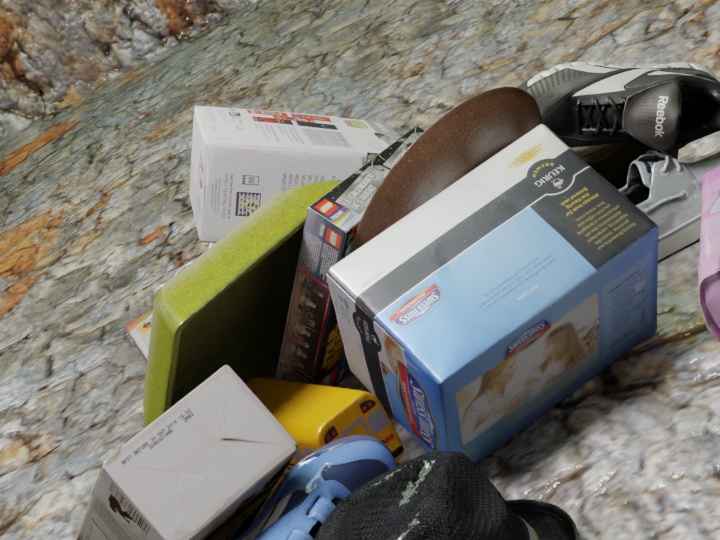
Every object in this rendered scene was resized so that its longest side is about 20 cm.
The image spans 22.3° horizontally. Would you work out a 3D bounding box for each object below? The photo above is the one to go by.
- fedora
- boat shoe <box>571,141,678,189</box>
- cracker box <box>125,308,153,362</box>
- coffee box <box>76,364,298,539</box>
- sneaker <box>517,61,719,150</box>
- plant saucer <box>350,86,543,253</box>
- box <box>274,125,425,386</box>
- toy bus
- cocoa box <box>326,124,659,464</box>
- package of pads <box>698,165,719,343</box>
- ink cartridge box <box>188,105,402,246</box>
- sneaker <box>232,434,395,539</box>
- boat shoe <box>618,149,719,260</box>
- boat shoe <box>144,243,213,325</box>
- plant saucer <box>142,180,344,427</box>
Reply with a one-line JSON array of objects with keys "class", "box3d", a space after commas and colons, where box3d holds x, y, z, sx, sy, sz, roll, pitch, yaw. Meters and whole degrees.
[{"class": "fedora", "box3d": [0.035, 0.177, 1.112, 0.200, 0.092, 0.201, -25, 19, 9]}, {"class": "boat shoe", "box3d": [0.190, -0.086, 1.536, 0.200, 0.074, 0.066, -16, 28, -42]}, {"class": "cracker box", "box3d": [-0.138, 0.062, 1.721, 0.134, 0.058, 0.200, -32, 18, -8]}, {"class": "coffee box", "box3d": [-0.125, 0.159, 1.281, 0.113, 0.080, 0.200, -39, -9, -24]}, {"class": "sneaker", "box3d": [0.215, -0.130, 1.463, 0.199, 0.067, 0.090, -6, 18, -17]}, {"class": "plant saucer", "box3d": [0.076, -0.044, 1.370, 0.200, 0.201, 0.037, -36, 61, -21]}, {"class": "box", "box3d": [0.000, 0.000, 1.417, 0.040, 0.200, 0.137, 33, 47, 20]}, {"class": "toy bus", "box3d": [-0.051, 0.130, 1.385, 0.065, 0.078, 0.200, -38, 21, -27]}, {"class": "cocoa box", "box3d": [0.099, 0.022, 1.299, 0.200, 0.134, 0.131, -34, 57, -17]}, {"class": "package of pads", "box3d": [0.302, -0.026, 1.289, 0.120, 0.076, 0.200, -24, 19, 22]}, {"class": "ink cartridge box", "box3d": [-0.051, -0.079, 1.530, 0.175, 0.084, 0.200, 3, 13, -8]}, {"class": "sneaker", "box3d": [-0.041, 0.193, 1.225, 0.200, 0.074, 0.082, -43, 25, -19]}, {"class": "boat shoe", "box3d": [0.238, -0.057, 1.466, 0.200, 0.072, 0.070, -31, 19, -8]}, {"class": "boat shoe", "box3d": [-0.148, 0.041, 1.597, 0.086, 0.203, 0.075, 5, -12, 8]}, {"class": "plant saucer", "box3d": [-0.098, 0.032, 1.393, 0.200, 0.048, 0.200, -42, -21, -34]}]
